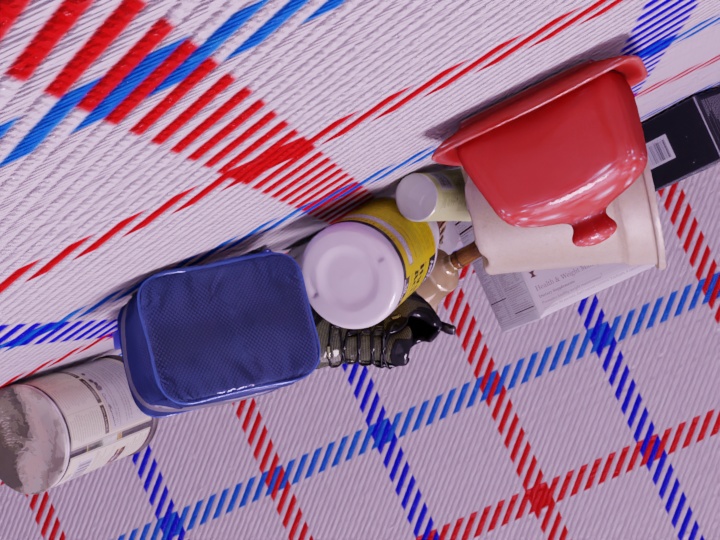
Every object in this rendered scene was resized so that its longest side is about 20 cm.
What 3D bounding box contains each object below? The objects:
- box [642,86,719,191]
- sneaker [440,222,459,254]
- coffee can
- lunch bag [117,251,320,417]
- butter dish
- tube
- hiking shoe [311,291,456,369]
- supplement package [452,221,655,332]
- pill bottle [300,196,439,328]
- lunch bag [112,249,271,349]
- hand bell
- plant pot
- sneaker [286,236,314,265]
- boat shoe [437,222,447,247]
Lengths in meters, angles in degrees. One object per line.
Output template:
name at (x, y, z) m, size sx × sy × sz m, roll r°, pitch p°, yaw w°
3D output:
box at (0.520, -0.207, 1.969) m, size 0.181 × 0.105 × 0.200 m, roll -23°, pitch 177°, yaw -37°
sneaker at (0.040, -0.038, 1.713) m, size 0.199 × 0.076 × 0.088 m, roll -14°, pitch -176°, yaw -35°
coffee can at (-0.391, 0.205, 1.718) m, size 0.146 × 0.147 × 0.200 m, roll -26°, pitch 175°, yaw 28°
lunch bag at (-0.140, 0.065, 1.273) m, size 0.199 × 0.137 × 0.132 m, roll -9°, pitch 172°, yaw -25°
butter dish at (0.187, -0.093, 1.147) m, size 0.199 × 0.149 × 0.199 m, roll -25°, pitch 175°, yaw 16°
tube at (0.105, -0.082, 1.402) m, size 0.200 × 0.052 × 0.058 m, roll -10°, pitch 122°, yaw -61°
hiking shoe at (0.007, 0.069, 1.383) m, size 0.199 × 0.076 × 0.100 m, roll -20°, pitch -149°, yaw -32°
supplement package at (0.243, -0.056, 1.614) m, size 0.190 × 0.201 × 0.147 m, roll -23°, pitch 176°, yaw -16°
pill bottle at (0.020, -0.017, 1.359) m, size 0.111 × 0.112 × 0.200 m, roll -25°, pitch -174°, yaw 24°
lunch bag at (-0.185, 0.053, 1.435) m, size 0.199 × 0.095 × 0.151 m, roll -13°, pitch 171°, yaw -5°
hand bell at (0.119, -0.014, 1.460) m, size 0.200 × 0.105 × 0.104 m, roll -31°, pitch 173°, yaw 40°
plant pot at (0.204, -0.078, 1.313) m, size 0.182 × 0.202 × 0.200 m, roll -13°, pitch 178°, yaw 9°
sneaker at (0.000, 0.000, 1.544) m, size 0.080 × 0.078 × 0.199 m, roll -37°, pitch 148°, yaw 26°
boat shoe at (0.078, -0.055, 1.561) m, size 0.075 × 0.072 × 0.200 m, roll -22°, pitch 176°, yaw -24°
